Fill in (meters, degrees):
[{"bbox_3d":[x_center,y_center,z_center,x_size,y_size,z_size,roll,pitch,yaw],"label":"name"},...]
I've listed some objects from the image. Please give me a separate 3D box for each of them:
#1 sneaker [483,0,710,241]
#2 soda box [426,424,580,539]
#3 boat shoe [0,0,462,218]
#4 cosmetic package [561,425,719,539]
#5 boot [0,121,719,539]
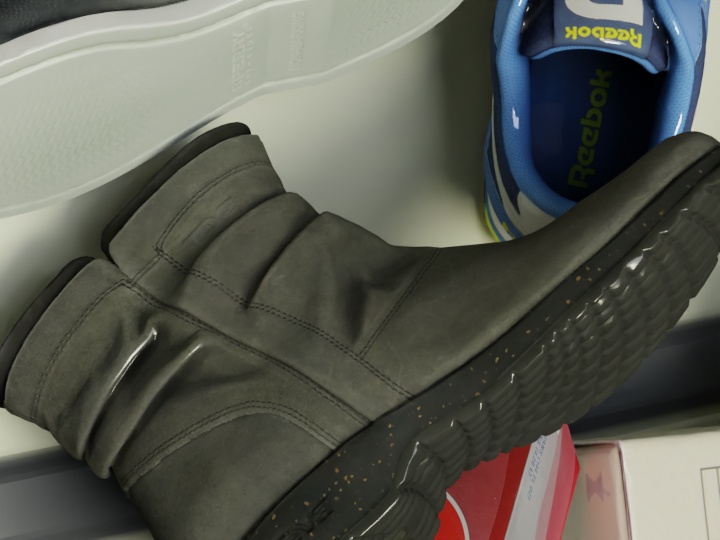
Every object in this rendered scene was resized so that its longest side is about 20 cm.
[{"bbox_3d":[0.075,-0.096,0.828,0.074,0.082,0.201,3,92,5],"label":"sneaker"},{"bbox_3d":[0.004,0.123,0.781,0.063,0.070,0.201,68,36,-58],"label":"soda box"},{"bbox_3d":[-0.062,-0.072,0.775,0.199,0.076,0.060,-20,63,-28],"label":"boat shoe"},{"bbox_3d":[0.149,0.098,0.900,0.199,0.071,0.106,-2,85,-30],"label":"cosmetic package"},{"bbox_3d":[0.000,0.000,0.767,0.200,0.131,0.068,-41,157,-8],"label":"boot"}]
